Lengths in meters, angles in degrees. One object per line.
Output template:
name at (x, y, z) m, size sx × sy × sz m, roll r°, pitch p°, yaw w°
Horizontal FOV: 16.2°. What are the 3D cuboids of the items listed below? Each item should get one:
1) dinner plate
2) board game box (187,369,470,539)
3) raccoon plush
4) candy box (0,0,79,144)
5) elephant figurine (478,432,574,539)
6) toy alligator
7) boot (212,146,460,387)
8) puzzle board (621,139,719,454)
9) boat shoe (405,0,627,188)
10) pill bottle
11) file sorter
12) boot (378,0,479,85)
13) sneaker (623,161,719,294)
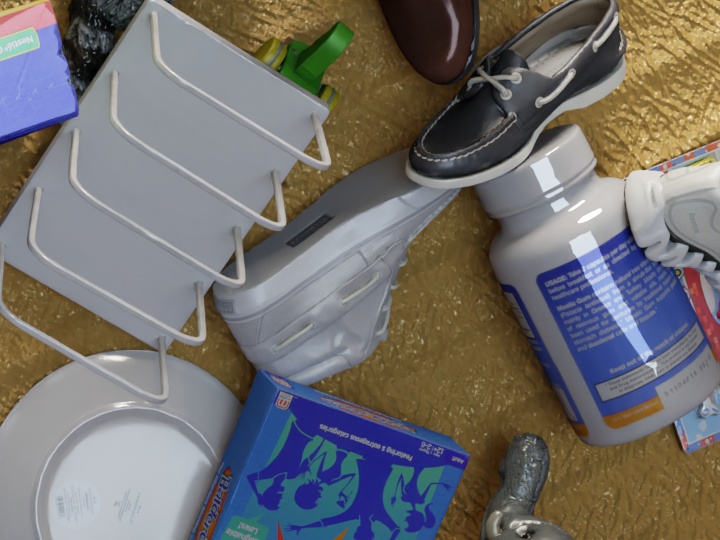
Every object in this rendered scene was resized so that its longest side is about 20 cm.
dinner plate at (-0.152, 0.153, 1.677) m, size 0.198 × 0.024 × 0.202 m, roll -1°, pitch 94°, yaw -16°
board game box at (-0.035, 0.184, 1.679) m, size 0.151 × 0.045 × 0.201 m, roll 20°, pitch 98°, yaw -24°
raccoon plush at (-0.123, -0.188, 1.649) m, size 0.133 × 0.097 × 0.201 m, roll 6°, pitch 122°, yaw -30°
candy box at (-0.271, -0.101, 1.530) m, size 0.168 × 0.200 × 0.078 m, roll -19°, pitch 99°, yaw -15°
elephant figurine at (0.105, 0.227, 1.653) m, size 0.200 × 0.141 × 0.155 m, roll -45°, pitch 94°, yaw -8°
toy alligator at (-0.076, -0.091, 1.667) m, size 0.059 × 0.054 × 0.200 m, roll 38°, pitch 103°, yaw -15°
boot at (0.000, 0.000, 1.696) m, size 0.199 × 0.074 × 0.096 m, roll -33°, pitch 118°, yaw -12°
puzzle board at (0.265, 0.010, 1.795) m, size 0.150 × 0.017 × 0.201 m, roll -21°, pitch 100°, yaw -14°
boat shoe at (0.104, -0.121, 1.681) m, size 0.199 × 0.074 × 0.061 m, roll -32°, pitch 135°, yaw -29°
pill bottle at (0.155, 0.008, 1.712) m, size 0.112 × 0.112 × 0.201 m, roll -29°, pitch 102°, yaw -13°
file sorter at (-0.127, -0.039, 1.585) m, size 0.138 × 0.125 × 0.201 m, roll 31°, pitch 107°, yaw -17°
boot at (-0.001, -0.201, 1.609) m, size 0.068 × 0.200 × 0.190 m, roll -6°, pitch 97°, yaw 28°
sneaker at (0.260, -0.027, 1.706) m, size 0.199 × 0.081 × 0.076 m, roll 17°, pitch 58°, yaw -50°
